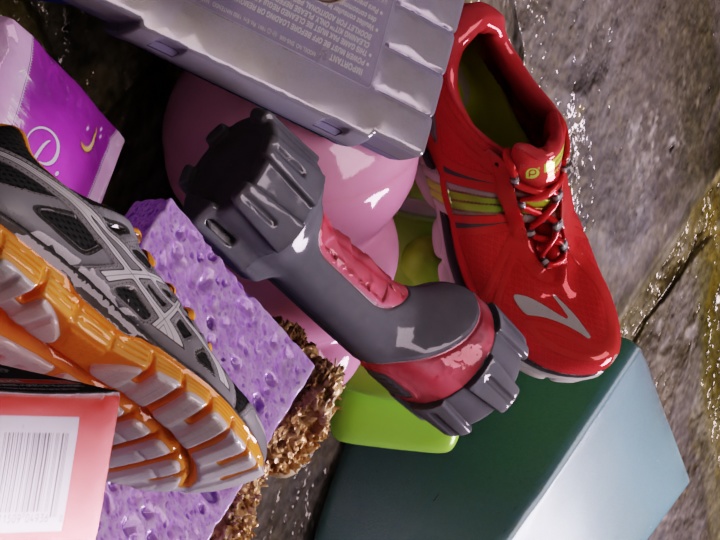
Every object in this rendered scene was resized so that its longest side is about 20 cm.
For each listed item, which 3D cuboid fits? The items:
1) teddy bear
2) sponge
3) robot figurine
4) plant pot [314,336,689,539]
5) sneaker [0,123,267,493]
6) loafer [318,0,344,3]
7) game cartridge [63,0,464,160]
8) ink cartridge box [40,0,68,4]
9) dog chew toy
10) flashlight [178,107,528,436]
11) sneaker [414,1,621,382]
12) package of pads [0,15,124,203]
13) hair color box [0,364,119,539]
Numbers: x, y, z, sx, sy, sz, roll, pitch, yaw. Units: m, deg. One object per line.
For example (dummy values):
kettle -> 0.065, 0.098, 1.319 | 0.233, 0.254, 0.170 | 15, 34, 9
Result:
teddy bear -> -0.088, 0.107, 1.277 | 0.067, 0.145, 0.200 | 53, 48, -17
sponge -> -0.101, 0.076, 1.170 | 0.112, 0.030, 0.200 | 52, 51, -28
robot figurine -> 0.031, -0.007, 1.467 | 0.175, 0.116, 0.200 | -106, -155, -73
plant pot -> 0.066, 0.139, 1.579 | 0.200, 0.141, 0.141 | -55, 144, -24
sneaker -> -0.101, 0.019, 1.107 | 0.200, 0.078, 0.077 | 47, 39, -35
loafer -> -0.062, -0.195, 1.154 | 0.068, 0.076, 0.200 | -34, 101, -33
game cartridge -> -0.037, -0.139, 1.236 | 0.200, 0.038, 0.130 | 25, 79, -36
ink cartridge box -> -0.094, -0.212, 1.257 | 0.200, 0.044, 0.094 | -52, 140, -40
dog chew toy -> -0.035, -0.021, 1.362 | 0.125, 0.124, 0.200 | -42, 143, -48
flashlight -> 0.000, 0.000, 1.277 | 0.200, 0.068, 0.068 | 45, 24, -39
sneaker -> 0.074, -0.038, 1.355 | 0.077, 0.085, 0.200 | -27, 91, -29
package of pads -> -0.177, 0.001, 1.149 | 0.121, 0.076, 0.200 | 49, 57, -58
hair color box -> -0.198, 0.052, 0.998 | 0.101, 0.200, 0.061 | 7, 93, -62
